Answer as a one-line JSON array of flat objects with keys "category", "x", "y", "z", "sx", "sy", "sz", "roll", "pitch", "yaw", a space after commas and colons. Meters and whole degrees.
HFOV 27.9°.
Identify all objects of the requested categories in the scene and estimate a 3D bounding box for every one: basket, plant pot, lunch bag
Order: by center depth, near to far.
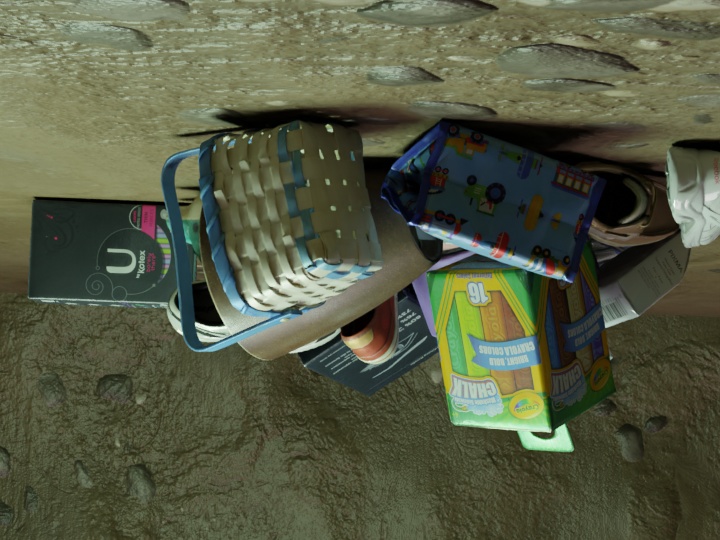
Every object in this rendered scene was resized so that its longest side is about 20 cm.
[{"category": "basket", "x": -0.085, "y": -0.033, "z": 1.229, "sx": 0.199, "sy": 0.178, "sz": 0.139, "roll": -14, "pitch": 171, "yaw": 31}, {"category": "lunch bag", "x": 0.105, "y": -0.059, "z": 1.280, "sx": 0.149, "sy": 0.095, "sz": 0.200, "roll": 19, "pitch": 178, "yaw": -9}, {"category": "plant pot", "x": -0.026, "y": -0.027, "z": 1.434, "sx": 0.199, "sy": 0.189, "sz": 0.187, "roll": -16, "pitch": 168, "yaw": 23}]

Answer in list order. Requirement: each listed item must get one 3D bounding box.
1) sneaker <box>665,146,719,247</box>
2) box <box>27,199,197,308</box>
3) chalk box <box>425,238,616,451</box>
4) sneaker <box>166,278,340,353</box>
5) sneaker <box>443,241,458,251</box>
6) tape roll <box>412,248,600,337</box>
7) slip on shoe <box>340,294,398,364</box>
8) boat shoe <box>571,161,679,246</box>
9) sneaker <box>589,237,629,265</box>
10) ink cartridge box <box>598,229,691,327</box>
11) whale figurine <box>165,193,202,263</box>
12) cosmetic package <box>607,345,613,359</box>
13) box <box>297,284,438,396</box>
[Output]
[{"category": "sneaker", "x": 0.334, "y": -0.065, "z": 1.311, "sx": 0.099, "sy": 0.079, "sz": 0.200, "roll": -4, "pitch": 175, "yaw": 18}, {"category": "box", "x": -0.300, "y": -0.018, "z": 1.781, "sx": 0.198, "sy": 0.123, "sz": 0.106, "roll": 2, "pitch": 176, "yaw": -4}, {"category": "chalk box", "x": 0.159, "y": 0.083, "z": 1.403, "sx": 0.124, "sy": 0.202, "sz": 0.124, "roll": -3, "pitch": -169, "yaw": 42}, {"category": "sneaker", "x": -0.110, "y": 0.046, "z": 1.563, "sx": 0.198, "sy": 0.076, "sz": 0.088, "roll": -2, "pitch": 167, "yaw": -3}, {"category": "sneaker", "x": 0.105, "y": -0.061, "z": 1.501, "sx": 0.199, "sy": 0.076, "sz": 0.104, "roll": -14, "pitch": -175, "yaw": 33}, {"category": "tape roll", "x": 0.155, "y": -0.003, "z": 1.585, "sx": 0.199, "sy": 0.086, "sz": 0.200, "roll": -20, "pitch": -173, "yaw": 2}, {"category": "slip on shoe", "x": 0.000, "y": 0.000, "z": 1.549, "sx": 0.074, "sy": 0.202, "sz": 0.061, "roll": -20, "pitch": 149, "yaw": 26}, {"category": "boat shoe", "x": 0.244, "y": -0.062, "z": 1.376, "sx": 0.199, "sy": 0.075, "sz": 0.066, "roll": 5, "pitch": 179, "yaw": -35}, {"category": "sneaker", "x": 0.248, "y": -0.026, "z": 1.717, "sx": 0.198, "sy": 0.086, "sz": 0.077, "roll": 2, "pitch": 175, "yaw": 3}, {"category": "ink cartridge box", "x": 0.303, "y": 0.003, "z": 1.574, "sx": 0.199, "sy": 0.047, "sz": 0.160, "roll": -31, "pitch": 180, "yaw": -31}, {"category": "whale figurine", "x": -0.148, "y": -0.035, "z": 1.645, "sx": 0.158, "sy": 0.105, "sz": 0.199, "roll": 4, "pitch": 176, "yaw": -31}, {"category": "cosmetic package", "x": 0.219, "y": 0.091, "z": 1.721, "sx": 0.081, "sy": 0.114, "sz": 0.200, "roll": -22, "pitch": 165, "yaw": -11}, {"category": "box", "x": 0.010, "y": 0.052, "z": 1.698, "sx": 0.147, "sy": 0.105, "sz": 0.200, "roll": -33, "pitch": 155, "yaw": 10}]
